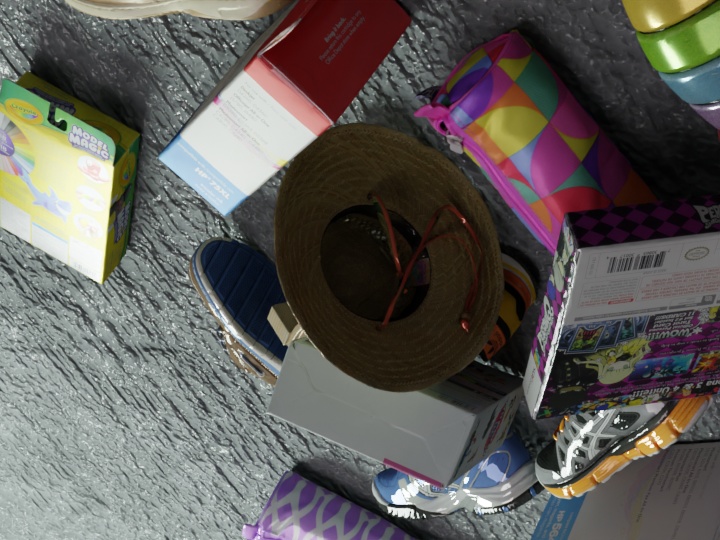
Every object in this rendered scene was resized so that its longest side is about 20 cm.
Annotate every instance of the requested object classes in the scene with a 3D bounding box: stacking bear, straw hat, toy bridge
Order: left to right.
[{"bbox_3d":[-0.023,-0.005,1.134,0.067,0.027,0.201,55,141,32],"label":"toy bridge"},{"bbox_3d":[0.000,0.000,1.041,0.201,0.202,0.085,46,145,-18],"label":"straw hat"},{"bbox_3d":[0.186,-0.162,0.786,0.200,0.114,0.121,50,142,-14],"label":"stacking bear"}]

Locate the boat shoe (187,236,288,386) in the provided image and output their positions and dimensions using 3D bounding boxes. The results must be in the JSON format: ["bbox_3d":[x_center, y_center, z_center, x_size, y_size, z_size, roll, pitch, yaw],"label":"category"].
[{"bbox_3d":[-0.088,0.055,1.278,0.072,0.072,0.200,-13,124,47],"label":"boat shoe"}]

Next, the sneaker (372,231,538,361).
[{"bbox_3d":[0.032,0.025,1.132,0.199,0.090,0.070,5,136,34],"label":"sneaker"}]

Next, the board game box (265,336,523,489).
[{"bbox_3d":[0.035,0.096,1.135,0.147,0.200,0.065,23,100,15],"label":"board game box"}]

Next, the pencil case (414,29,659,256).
[{"bbox_3d":[0.125,-0.062,0.966,0.200,0.089,0.088,44,143,-16],"label":"pencil case"}]

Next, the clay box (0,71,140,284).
[{"bbox_3d":[-0.251,-0.084,1.262,0.114,0.048,0.200,29,143,6],"label":"clay box"}]

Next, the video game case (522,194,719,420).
[{"bbox_3d":[0.213,0.021,0.943,0.198,0.036,0.182,-7,142,-9],"label":"video game case"}]

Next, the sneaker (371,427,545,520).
[{"bbox_3d":[0.079,0.170,1.300,0.199,0.076,0.077,-19,98,48],"label":"sneaker"}]

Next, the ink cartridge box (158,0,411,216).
[{"bbox_3d":[-0.043,-0.129,0.988,0.067,0.116,0.200,42,144,-11],"label":"ink cartridge box"}]

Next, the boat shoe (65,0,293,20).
[{"bbox_3d":[-0.128,-0.214,1.004,0.199,0.074,0.070,7,124,32],"label":"boat shoe"}]

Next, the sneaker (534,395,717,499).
[{"bbox_3d":[0.190,0.111,1.138,0.077,0.078,0.200,47,141,3],"label":"sneaker"}]

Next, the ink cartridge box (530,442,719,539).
[{"bbox_3d":[0.254,0.224,1.165,0.199,0.126,0.129,-11,126,45],"label":"ink cartridge box"}]

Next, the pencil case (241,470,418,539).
[{"bbox_3d":[-0.012,0.279,1.472,0.199,0.086,0.084,27,142,10],"label":"pencil case"}]
